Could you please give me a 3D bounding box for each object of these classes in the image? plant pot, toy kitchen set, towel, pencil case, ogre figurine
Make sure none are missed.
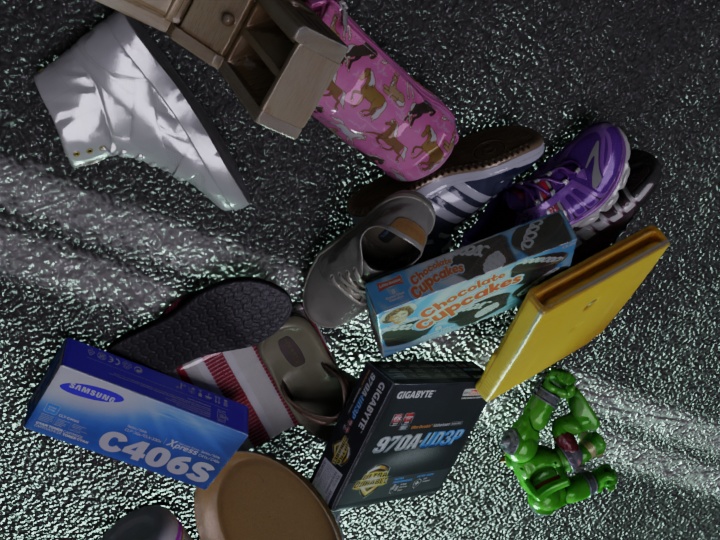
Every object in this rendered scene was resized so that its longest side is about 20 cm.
[{"bbox_3d":[-0.094,0.280,1.075,0.027,0.200,0.201,-28,140,-52],"label":"plant pot"},{"bbox_3d":[-0.115,-0.235,0.732,0.199,0.181,0.163,19,113,-35],"label":"toy kitchen set"},{"bbox_3d":[-0.123,0.126,1.074,0.199,0.023,0.144,-27,126,-5],"label":"towel"},{"bbox_3d":[0.001,-0.160,0.893,0.200,0.086,0.083,38,72,-36],"label":"pencil case"},{"bbox_3d":[0.237,0.220,1.230,0.120,0.098,0.200,-34,140,-11],"label":"ogre figurine"}]

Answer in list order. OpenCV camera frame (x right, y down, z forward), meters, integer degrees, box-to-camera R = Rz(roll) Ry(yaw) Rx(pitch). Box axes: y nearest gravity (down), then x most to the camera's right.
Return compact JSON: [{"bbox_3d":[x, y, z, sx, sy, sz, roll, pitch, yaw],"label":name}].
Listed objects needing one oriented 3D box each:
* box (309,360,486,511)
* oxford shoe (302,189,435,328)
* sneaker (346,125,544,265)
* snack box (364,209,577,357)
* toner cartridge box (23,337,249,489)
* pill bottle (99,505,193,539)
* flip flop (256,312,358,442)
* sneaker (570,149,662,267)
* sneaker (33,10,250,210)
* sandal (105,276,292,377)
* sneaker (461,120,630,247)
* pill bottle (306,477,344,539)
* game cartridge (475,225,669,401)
[{"bbox_3d":[0.049,0.176,1.104,0.200,0.046,0.159,7,114,-51],"label":"box"},{"bbox_3d":[0.000,0.000,0.966,0.075,0.058,0.200,31,134,-15],"label":"oxford shoe"},{"bbox_3d":[0.096,-0.062,0.999,0.199,0.070,0.109,-23,123,3],"label":"sneaker"},{"bbox_3d":[0.105,0.016,0.971,0.199,0.037,0.116,-21,155,-4],"label":"snack box"},{"bbox_3d":[-0.220,0.146,1.007,0.199,0.043,0.095,24,120,-22],"label":"toner cartridge box"},{"bbox_3d":[-0.205,0.365,1.127,0.104,0.104,0.200,-29,116,-1],"label":"pill bottle"},{"bbox_3d":[-0.042,0.124,1.054,0.081,0.058,0.200,-31,128,-2],"label":"flip flop"},{"bbox_3d":[0.251,-0.038,1.085,0.200,0.076,0.115,-39,135,17],"label":"sneaker"},{"bbox_3d":[-0.188,-0.111,0.862,0.115,0.074,0.200,-33,118,4],"label":"sneaker"},{"bbox_3d":[-0.162,0.052,0.999,0.199,0.045,0.075,-22,116,12],"label":"sandal"},{"bbox_3d":[0.185,-0.071,1.011,0.200,0.081,0.083,-46,143,12],"label":"sneaker"},{"bbox_3d":[-0.079,0.344,1.178,0.112,0.112,0.201,-1,122,-21],"label":"pill bottle"},{"bbox_3d":[0.216,0.048,1.059,0.176,0.032,0.200,-26,157,-25],"label":"game cartridge"}]
